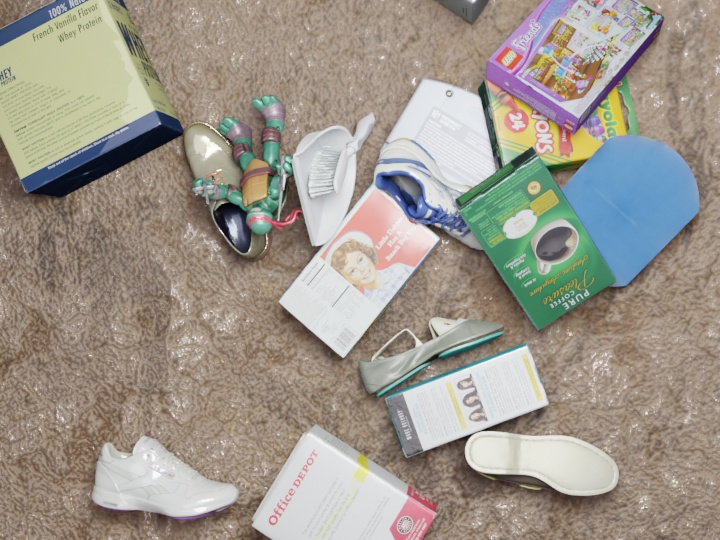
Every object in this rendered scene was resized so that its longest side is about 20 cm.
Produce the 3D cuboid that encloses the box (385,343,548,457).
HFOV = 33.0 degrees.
[{"bbox_3d":[0.138,0.168,1.580,0.198,0.049,0.083,-21,89,5],"label":"box"}]

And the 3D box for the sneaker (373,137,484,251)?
[{"bbox_3d":[0.097,-0.077,1.535,0.199,0.088,0.075,36,130,-1],"label":"sneaker"}]

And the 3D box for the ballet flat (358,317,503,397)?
[{"bbox_3d":[0.088,0.096,1.577,0.198,0.067,0.064,-27,80,4],"label":"ballet flat"}]

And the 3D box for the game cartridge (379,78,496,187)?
[{"bbox_3d":[0.141,-0.157,1.583,0.199,0.040,0.134,33,97,3],"label":"game cartridge"}]

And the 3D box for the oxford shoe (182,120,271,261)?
[{"bbox_3d":[-0.177,-0.108,1.590,0.070,0.074,0.201,-31,87,7],"label":"oxford shoe"}]

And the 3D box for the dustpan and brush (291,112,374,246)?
[{"bbox_3d":[-0.025,-0.143,1.539,0.056,0.201,0.141,-1,129,15],"label":"dustpan and brush"}]

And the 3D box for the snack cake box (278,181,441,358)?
[{"bbox_3d":[0.000,0.000,1.581,0.115,0.067,0.201,40,93,5],"label":"snack cake box"}]

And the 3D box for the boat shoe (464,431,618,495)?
[{"bbox_3d":[0.231,0.249,1.569,0.197,0.060,0.073,8,76,3],"label":"boat shoe"}]

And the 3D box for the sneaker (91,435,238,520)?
[{"bbox_3d":[-0.258,0.273,1.602,0.197,0.075,0.101,5,92,5],"label":"sneaker"}]

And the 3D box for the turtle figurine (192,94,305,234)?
[{"bbox_3d":[-0.135,-0.117,1.527,0.148,0.101,0.202,-15,54,16],"label":"turtle figurine"}]

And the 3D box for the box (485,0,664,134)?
[{"bbox_3d":[0.268,-0.278,1.513,0.136,0.039,0.200,36,67,17],"label":"box"}]

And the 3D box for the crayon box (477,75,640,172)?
[{"bbox_3d":[0.260,-0.195,1.541,0.197,0.051,0.129,-11,82,-7],"label":"crayon box"}]

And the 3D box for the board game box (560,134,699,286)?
[{"bbox_3d":[0.324,-0.081,1.540,0.157,0.039,0.200,37,107,-16],"label":"board game box"}]

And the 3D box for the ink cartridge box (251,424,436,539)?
[{"bbox_3d":[-0.020,0.315,1.579,0.199,0.083,0.146,33,93,4],"label":"ink cartridge box"}]

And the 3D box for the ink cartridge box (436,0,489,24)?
[{"bbox_3d":[0.099,-0.434,1.527,0.199,0.145,0.146,35,94,3],"label":"ink cartridge box"}]

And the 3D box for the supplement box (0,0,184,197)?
[{"bbox_3d":[-0.368,-0.230,1.575,0.198,0.134,0.202,-26,89,5],"label":"supplement box"}]

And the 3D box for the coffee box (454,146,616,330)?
[{"bbox_3d":[0.217,-0.037,1.507,0.122,0.044,0.201,-34,110,9],"label":"coffee box"}]
